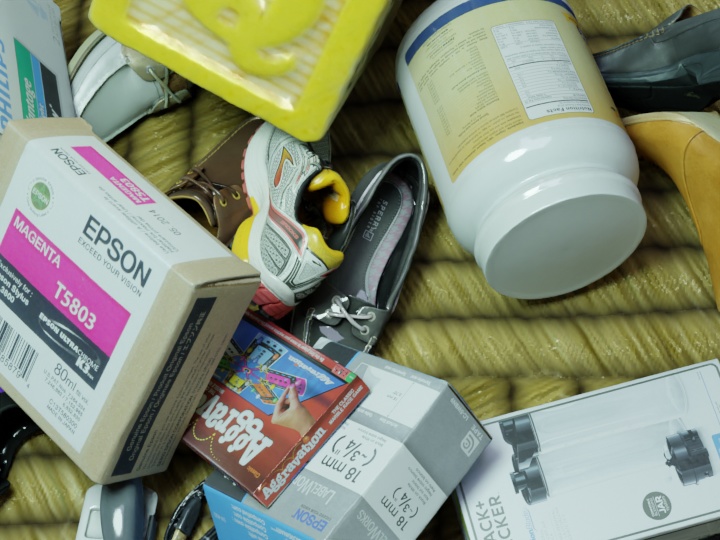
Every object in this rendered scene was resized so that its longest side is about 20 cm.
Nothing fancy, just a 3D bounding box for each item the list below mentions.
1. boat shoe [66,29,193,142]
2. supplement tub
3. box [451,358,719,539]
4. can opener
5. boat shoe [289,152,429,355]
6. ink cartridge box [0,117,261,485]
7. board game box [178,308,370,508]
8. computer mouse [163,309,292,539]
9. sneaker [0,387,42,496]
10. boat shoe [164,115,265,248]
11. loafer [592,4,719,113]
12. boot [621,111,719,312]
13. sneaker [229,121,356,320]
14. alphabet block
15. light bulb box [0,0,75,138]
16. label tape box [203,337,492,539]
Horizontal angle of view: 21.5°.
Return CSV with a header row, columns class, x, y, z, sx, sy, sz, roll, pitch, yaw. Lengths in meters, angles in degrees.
class,x,y,z,sx,sy,sz,roll,pitch,yaw
boat shoe,-0.164,-0.164,1.487,0.068,0.075,0.200,25,64,27
supplement tub,0.116,-0.095,1.368,0.143,0.145,0.201,-17,58,-3
box,0.162,0.145,1.265,0.198,0.060,0.117,-14,57,-1
can opener,-0.178,0.222,1.257,0.053,0.067,0.201,3,57,10
boat shoe,0.000,0.000,1.367,0.066,0.057,0.201,25,62,-7
ink cartridge box,-0.184,0.017,1.279,0.200,0.166,0.075,39,25,28
board game box,-0.082,0.082,1.294,0.103,0.019,0.200,-49,35,-10
computer mouse,-0.094,0.111,1.335,0.058,0.034,0.201,11,61,13
sneaker,-0.299,0.131,1.328,0.199,0.070,0.100,-35,63,-14
boat shoe,-0.112,-0.041,1.409,0.072,0.068,0.201,24,64,20
loafer,0.241,-0.158,1.391,0.199,0.072,0.073,1,75,47
boot,0.251,-0.043,1.358,0.070,0.200,0.146,-3,92,-37
sneaker,-0.036,-0.051,1.365,0.082,0.078,0.201,-30,35,26
alphabet block,-0.055,-0.246,1.388,0.195,0.196,0.200,26,29,0
light bulb box,-0.324,-0.111,1.411,0.199,0.125,0.200,-24,57,17
label tape box,-0.029,0.150,1.240,0.200,0.063,0.144,-51,35,-17
